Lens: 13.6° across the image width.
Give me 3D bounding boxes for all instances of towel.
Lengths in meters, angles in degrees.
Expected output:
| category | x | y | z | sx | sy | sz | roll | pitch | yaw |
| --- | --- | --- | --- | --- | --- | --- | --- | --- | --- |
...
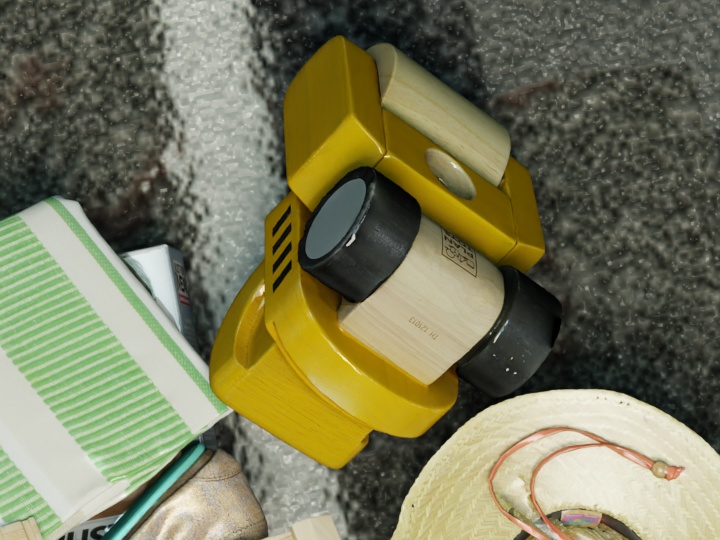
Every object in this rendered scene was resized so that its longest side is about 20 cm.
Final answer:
| category | x | y | z | sx | sy | sz | roll | pitch | yaw |
| --- | --- | --- | --- | --- | --- | --- | --- | --- | --- |
| towel | -0.178 | 0.067 | 1.420 | 0.200 | 0.023 | 0.153 | -36 | 78 | -20 |

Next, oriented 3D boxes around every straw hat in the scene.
| category | x | y | z | sx | sy | sz | roll | pitch | yaw |
| --- | --- | --- | --- | --- | --- | --- | --- | --- | --- |
| straw hat | 0.102 | 0.162 | 1.408 | 0.200 | 0.085 | 0.202 | 0 | 74 | -1 |

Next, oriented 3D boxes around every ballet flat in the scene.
| category | x | y | z | sx | sy | sz | roll | pitch | yaw |
| --- | --- | --- | --- | --- | --- | --- | --- | --- | --- |
| ballet flat | -0.123 | 0.168 | 1.419 | 0.200 | 0.068 | 0.067 | -41 | 96 | -5 |

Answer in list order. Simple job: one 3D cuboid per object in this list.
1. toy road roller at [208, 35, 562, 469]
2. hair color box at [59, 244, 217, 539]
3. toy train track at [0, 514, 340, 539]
| category | x | y | z | sx | sy | sz | roll | pitch | yaw |
| --- | --- | --- | --- | --- | --- | --- | --- | --- | --- |
| toy road roller | 0.000 | 0.000 | 1.439 | 0.123 | 0.200 | 0.146 | 34 | 118 | -23 |
| hair color box | -0.121 | 0.095 | 1.491 | 0.099 | 0.061 | 0.201 | -11 | 85 | 4 |
| toy train track | -0.100 | 0.151 | 1.369 | 0.199 | 0.033 | 0.115 | -17 | 72 | -17 |
